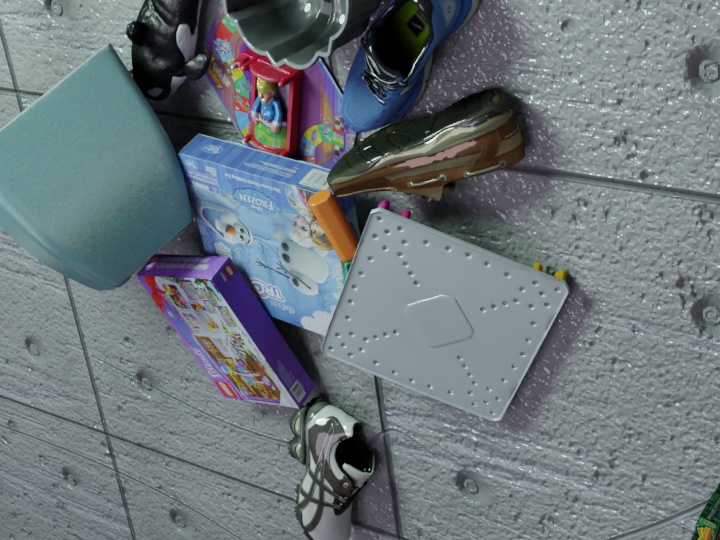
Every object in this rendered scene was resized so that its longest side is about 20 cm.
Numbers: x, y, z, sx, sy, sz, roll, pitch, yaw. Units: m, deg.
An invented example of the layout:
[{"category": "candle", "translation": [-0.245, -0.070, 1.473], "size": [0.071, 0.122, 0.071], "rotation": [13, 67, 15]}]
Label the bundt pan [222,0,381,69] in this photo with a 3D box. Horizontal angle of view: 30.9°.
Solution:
[{"category": "bundt pan", "translation": [-0.050, -0.288, 1.160], "size": [0.201, 0.075, 0.205], "rotation": [26, 127, 39]}]

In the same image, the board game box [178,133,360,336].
[{"category": "board game box", "translation": [-0.086, -0.031, 1.372], "size": [0.198, 0.043, 0.201], "rotation": [17, 137, 31]}]

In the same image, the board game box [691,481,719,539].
[{"category": "board game box", "translation": [0.318, 0.275, 1.209], "size": [0.023, 0.105, 0.202], "rotation": [22, 130, 22]}]

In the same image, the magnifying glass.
[{"category": "magnifying glass", "translation": [0.000, 0.000, 1.296], "size": [0.079, 0.023, 0.201], "rotation": [-24, 126, 7]}]

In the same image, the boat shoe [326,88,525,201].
[{"category": "boat shoe", "translation": [0.060, -0.098, 1.194], "size": [0.198, 0.076, 0.074], "rotation": [-17, 116, 33]}]

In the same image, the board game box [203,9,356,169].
[{"category": "board game box", "translation": [-0.096, -0.171, 1.312], "size": [0.157, 0.039, 0.202], "rotation": [-24, 99, 45]}]

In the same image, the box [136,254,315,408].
[{"category": "box", "translation": [-0.151, 0.068, 1.470], "size": [0.136, 0.039, 0.201], "rotation": [2, 134, 44]}]

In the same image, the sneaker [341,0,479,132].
[{"category": "sneaker", "translation": [0.025, -0.193, 1.164], "size": [0.079, 0.089, 0.201], "rotation": [44, 138, 8]}]

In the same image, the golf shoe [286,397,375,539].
[{"category": "golf shoe", "translation": [-0.026, 0.247, 1.497], "size": [0.093, 0.078, 0.203], "rotation": [11, 124, 34]}]

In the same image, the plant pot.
[{"category": "plant pot", "translation": [-0.291, -0.089, 1.392], "size": [0.201, 0.196, 0.195], "rotation": [51, 164, -11]}]

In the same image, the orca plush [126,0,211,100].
[{"category": "orca plush", "translation": [-0.199, -0.245, 1.320], "size": [0.200, 0.071, 0.106], "rotation": [-38, 80, 47]}]

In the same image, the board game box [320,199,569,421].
[{"category": "board game box", "translation": [0.079, 0.042, 1.267], "size": [0.198, 0.026, 0.201], "rotation": [21, 132, 0]}]
